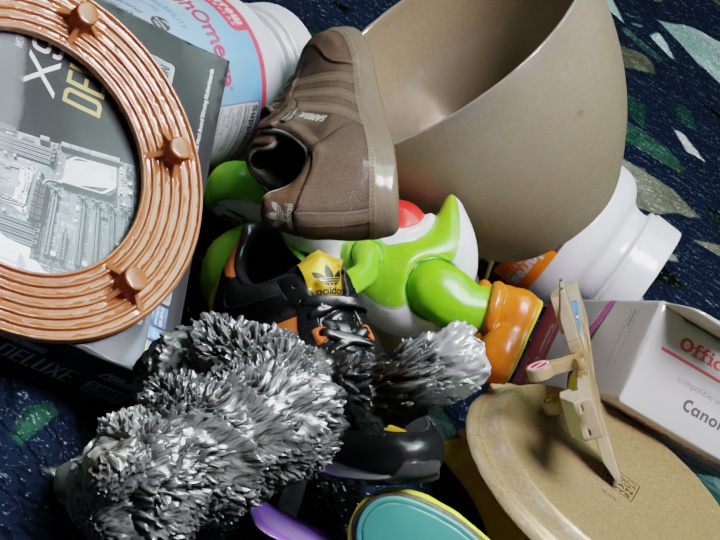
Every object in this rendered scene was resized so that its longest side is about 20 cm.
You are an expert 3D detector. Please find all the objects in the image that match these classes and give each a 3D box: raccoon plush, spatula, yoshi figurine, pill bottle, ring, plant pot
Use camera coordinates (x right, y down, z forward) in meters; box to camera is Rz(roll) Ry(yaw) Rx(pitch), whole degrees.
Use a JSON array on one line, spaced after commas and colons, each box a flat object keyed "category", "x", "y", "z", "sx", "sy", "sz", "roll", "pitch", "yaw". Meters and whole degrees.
[{"category": "raccoon plush", "x": -0.047, "y": 0.071, "z": 1.250, "sx": 0.097, "sy": 0.200, "sz": 0.134, "roll": 60, "pitch": 17, "yaw": -12}, {"category": "spatula", "x": -0.033, "y": 0.101, "z": 1.409, "sx": 0.057, "sy": 0.021, "sz": 0.200, "roll": 29, "pitch": 22, "yaw": -14}, {"category": "yoshi figurine", "x": -0.007, "y": 0.014, "z": 1.529, "sx": 0.200, "sy": 0.112, "sz": 0.112, "roll": 26, "pitch": 39, "yaw": -4}, {"category": "pill bottle", "x": -0.116, "y": -0.104, "z": 1.546, "sx": 0.109, "sy": 0.109, "sz": 0.200, "roll": 45, "pitch": 34, "yaw": 22}, {"category": "pill bottle", "x": 0.109, "y": -0.049, "z": 1.813, "sx": 0.200, "sy": 0.113, "sz": 0.113, "roll": 36, "pitch": 21, "yaw": 0}, {"category": "ring", "x": -0.160, "y": -0.061, "z": 1.323, "sx": 0.200, "sy": 0.019, "sz": 0.201, "roll": 16, "pitch": 61, "yaw": -30}, {"category": "plant pot", "x": 0.082, "y": -0.085, "z": 1.626, "sx": 0.134, "sy": 0.200, "sz": 0.200, "roll": 53, "pitch": 13, "yaw": -25}]

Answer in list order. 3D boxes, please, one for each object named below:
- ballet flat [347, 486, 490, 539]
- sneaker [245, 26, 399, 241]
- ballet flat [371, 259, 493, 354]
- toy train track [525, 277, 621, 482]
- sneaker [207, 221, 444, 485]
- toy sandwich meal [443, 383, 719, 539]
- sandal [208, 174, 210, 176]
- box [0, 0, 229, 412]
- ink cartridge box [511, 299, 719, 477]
[{"category": "ballet flat", "x": 0.073, "y": 0.184, "z": 1.361, "sx": 0.200, "sy": 0.067, "sz": 0.067, "roll": 40, "pitch": 0, "yaw": 2}, {"category": "sneaker", "x": -0.028, "y": -0.080, "z": 1.488, "sx": 0.075, "sy": 0.070, "sz": 0.200, "roll": -4, "pitch": 27, "yaw": -8}, {"category": "ballet flat", "x": 0.047, "y": 0.006, "z": 1.673, "sx": 0.069, "sy": 0.063, "sz": 0.200, "roll": 34, "pitch": 22, "yaw": -5}, {"category": "toy train track", "x": 0.113, "y": 0.051, "z": 1.518, "sx": 0.200, "sy": 0.033, "sz": 0.115, "roll": -81, "pitch": 155, "yaw": -72}, {"category": "sneaker", "x": -0.021, "y": 0.040, "z": 1.395, "sx": 0.070, "sy": 0.090, "sz": 0.200, "roll": -1, "pitch": 21, "yaw": -33}, {"category": "toy sandwich meal", "x": 0.123, "y": 0.138, "z": 1.513, "sx": 0.205, "sy": 0.070, "sz": 0.205, "roll": 29, "pitch": 25, "yaw": -15}, {"category": "sandal", "x": -0.062, "y": -0.058, "z": 1.661, "sx": 0.203, "sy": 0.050, "sz": 0.082, "roll": 14, "pitch": 43, "yaw": -21}, {"category": "box", "x": -0.157, "y": -0.048, "z": 1.364, "sx": 0.158, "sy": 0.050, "sz": 0.200, "roll": 26, "pitch": 55, "yaw": -26}, {"category": "ink cartridge box", "x": 0.186, "y": 0.072, "z": 1.616, "sx": 0.116, "sy": 0.068, "sz": 0.200, "roll": 29, "pitch": -10, "yaw": -17}]
